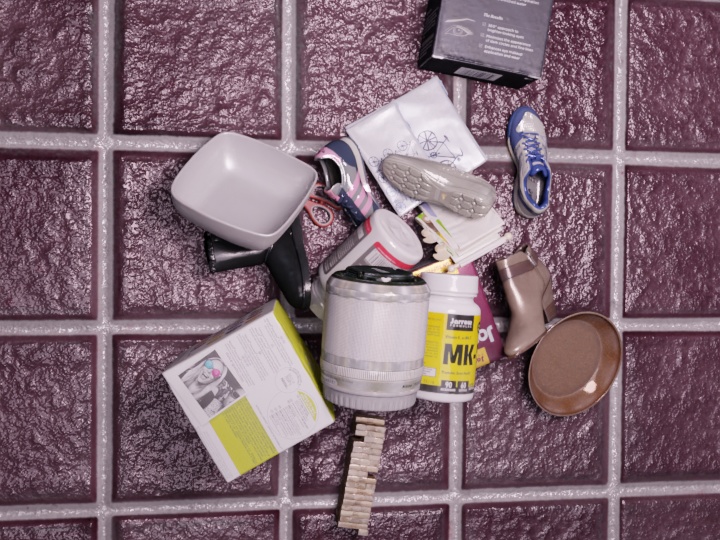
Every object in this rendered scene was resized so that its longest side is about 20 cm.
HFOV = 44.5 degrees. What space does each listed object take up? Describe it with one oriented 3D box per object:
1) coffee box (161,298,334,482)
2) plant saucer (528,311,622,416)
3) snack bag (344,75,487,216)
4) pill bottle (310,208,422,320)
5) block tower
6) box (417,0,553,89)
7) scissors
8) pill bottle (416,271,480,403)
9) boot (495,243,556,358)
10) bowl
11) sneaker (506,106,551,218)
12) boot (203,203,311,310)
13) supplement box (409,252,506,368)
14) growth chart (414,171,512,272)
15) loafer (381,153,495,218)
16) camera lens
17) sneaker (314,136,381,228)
[{"bbox_3d":[-0.172,0.185,1.424,0.197,0.200,0.200,-30,95,-1],"label":"coffee box"},{"bbox_3d":[0.380,0.164,1.586,0.200,0.037,0.201,-7,108,-21],"label":"plant saucer"},{"bbox_3d":[0.102,-0.219,1.543,0.200,0.021,0.189,-30,84,-8],"label":"snack bag"},{"bbox_3d":[0.000,0.000,1.472,0.111,0.111,0.200,43,115,-8],"label":"pill bottle"},{"bbox_3d":[-0.001,0.355,1.540,0.058,0.054,0.201,9,89,-9],"label":"block tower"},{"bbox_3d":[0.219,-0.437,1.526,0.196,0.117,0.201,10,91,-10],"label":"box"},{"bbox_3d":[-0.122,-0.142,1.529,0.199,0.014,0.073,26,89,-8],"label":"scissors"},{"bbox_3d":[0.135,0.105,1.423,0.114,0.114,0.201,4,92,-10],"label":"pill bottle"},{"bbox_3d":[0.275,0.046,1.531,0.200,0.070,0.147,-37,103,-51],"label":"boot"},{"bbox_3d":[-0.191,-0.121,1.435,0.199,0.075,0.200,25,48,7],"label":"bowl"},{"bbox_3d":[0.310,-0.195,1.563,0.075,0.088,0.201,-7,91,-8],"label":"sneaker"},{"bbox_3d":[-0.173,-0.019,1.466,0.162,0.073,0.199,-5,65,-17],"label":"boot"},{"bbox_3d":[0.151,0.076,1.534,0.131,0.103,0.201,-22,95,-9],"label":"supplement box"},{"bbox_3d":[0.167,-0.090,1.517,0.144,0.018,0.200,-22,52,-4],"label":"growth chart"},{"bbox_3d":[0.134,-0.152,1.497,0.199,0.070,0.070,25,46,6],"label":"loafer"},{"bbox_3d":[0.021,0.098,1.343,0.159,0.160,0.201,4,97,-10],"label":"camera lens"},{"bbox_3d":[-0.022,-0.122,1.502,0.082,0.070,0.201,-27,99,-37],"label":"sneaker"}]
